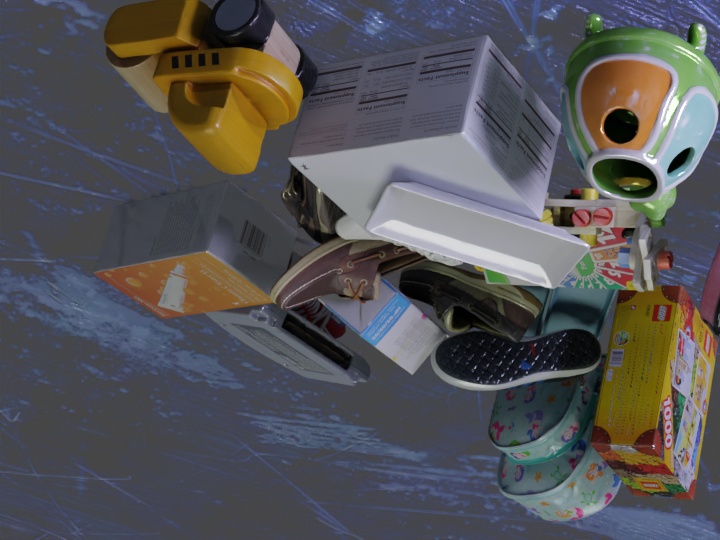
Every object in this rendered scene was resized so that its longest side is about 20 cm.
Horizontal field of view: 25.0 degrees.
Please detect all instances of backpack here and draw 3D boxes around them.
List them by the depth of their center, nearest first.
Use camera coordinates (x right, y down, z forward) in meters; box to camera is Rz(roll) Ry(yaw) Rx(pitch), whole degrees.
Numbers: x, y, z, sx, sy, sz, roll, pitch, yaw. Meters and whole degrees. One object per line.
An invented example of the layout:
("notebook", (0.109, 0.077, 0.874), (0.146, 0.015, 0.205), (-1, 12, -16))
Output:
("backpack", (0.251, 0.205, 2.024), (0.150, 0.200, 0.177), (31, 151, -32))

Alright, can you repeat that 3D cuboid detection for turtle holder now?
("turtle holder", (0.237, -0.126, 1.426), (0.141, 0.132, 0.186), (16, 155, -4))

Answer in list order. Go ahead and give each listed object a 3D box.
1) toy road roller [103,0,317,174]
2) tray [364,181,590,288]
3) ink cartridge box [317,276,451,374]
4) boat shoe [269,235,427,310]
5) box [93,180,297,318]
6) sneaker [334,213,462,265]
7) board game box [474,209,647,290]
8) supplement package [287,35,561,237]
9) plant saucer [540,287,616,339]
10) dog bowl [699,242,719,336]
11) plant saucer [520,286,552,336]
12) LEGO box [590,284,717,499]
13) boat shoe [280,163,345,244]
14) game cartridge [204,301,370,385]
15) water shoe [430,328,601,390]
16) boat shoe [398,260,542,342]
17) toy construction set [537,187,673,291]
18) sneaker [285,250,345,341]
("toy road roller", (-0.150, -0.170, 1.527), (0.200, 0.146, 0.123), (-1, 151, 29))
("tray", (0.110, -0.038, 1.545), (0.200, 0.022, 0.107), (17, 155, -6))
("ink cartridge box", (0.023, 0.050, 1.891), (0.115, 0.068, 0.200), (41, -179, 31))
("boat shoe", (0.000, 0.000, 1.761), (0.200, 0.072, 0.072), (-26, 163, -10))
("box", (-0.195, -0.021, 1.915), (0.200, 0.098, 0.124), (-9, 146, 41))
("sneaker", (0.071, -0.043, 1.692), (0.200, 0.080, 0.070), (-6, -179, 13))
("board game box", (0.206, -0.024, 1.751), (0.200, 0.030, 0.096), (4, 135, 26))
("supplement package", (0.063, -0.123, 1.553), (0.200, 0.111, 0.156), (-4, 149, 36))
("plant saucer", (0.255, 0.046, 1.906), (0.070, 0.019, 0.200), (13, 154, 5))
("dog bowl", (0.386, -0.014, 1.524), (0.074, 0.200, 0.200), (25, 159, 20))
("plant saucer", (0.185, 0.042, 1.905), (0.070, 0.019, 0.200), (26, 158, 11))
("LEGO box", (0.335, 0.138, 1.838), (0.077, 0.200, 0.149), (-1, 151, 30))
("boat shoe", (-0.050, -0.079, 1.742), (0.073, 0.075, 0.200), (20, 158, 12))
("game cartridge", (-0.095, 0.082, 1.996), (0.133, 0.042, 0.200), (11, 161, 48))
("water shoe", (0.181, 0.113, 1.901), (0.200, 0.072, 0.079), (-2, 159, -2))
("boat shoe", (0.115, 0.038, 1.868), (0.201, 0.066, 0.072), (12, 157, 42))
("toy construction set", (0.224, -0.046, 1.611), (0.200, 0.092, 0.131), (18, -170, 24))
("sneaker", (-0.060, 0.036, 1.993), (0.112, 0.071, 0.200), (21, 162, -4))
